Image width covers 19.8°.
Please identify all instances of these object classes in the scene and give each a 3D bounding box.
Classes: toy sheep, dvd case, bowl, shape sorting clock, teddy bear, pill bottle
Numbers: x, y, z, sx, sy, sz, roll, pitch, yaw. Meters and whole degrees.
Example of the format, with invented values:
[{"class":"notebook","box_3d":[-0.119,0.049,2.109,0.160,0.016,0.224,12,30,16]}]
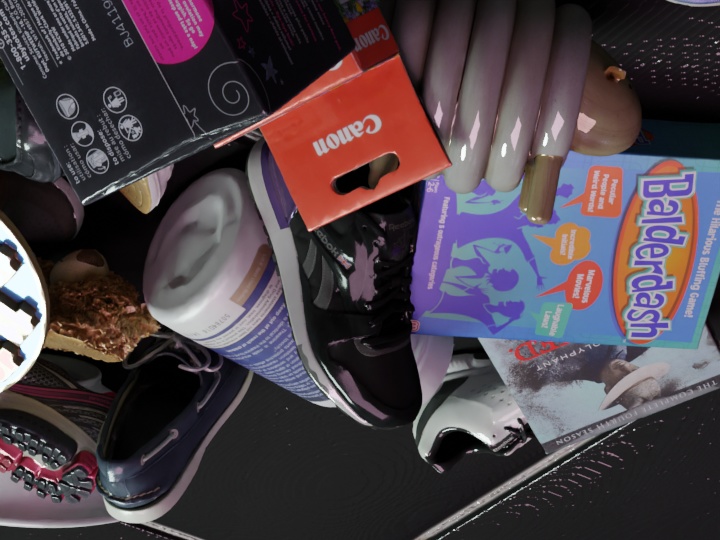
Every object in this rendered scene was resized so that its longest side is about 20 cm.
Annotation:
[{"class":"toy sheep","box_3d":[0.061,-0.104,1.159,0.199,0.138,0.138,11,145,-3]},{"class":"dvd case","box_3d":[0.151,0.029,1.380,0.145,0.022,0.200,-22,128,13]},{"class":"bowl","box_3d":[-0.239,0.113,1.488,0.200,0.201,0.091,6,100,-1]},{"class":"shape sorting clock","box_3d":[-0.286,0.007,1.262,0.199,0.039,0.201,7,132,7]},{"class":"teddy bear","box_3d":[-0.226,0.013,1.367,0.145,0.067,0.200,23,167,-33]},{"class":"pill bottle","box_3d":[-0.036,0.023,1.362,0.200,0.111,0.111,30,137,-34]}]

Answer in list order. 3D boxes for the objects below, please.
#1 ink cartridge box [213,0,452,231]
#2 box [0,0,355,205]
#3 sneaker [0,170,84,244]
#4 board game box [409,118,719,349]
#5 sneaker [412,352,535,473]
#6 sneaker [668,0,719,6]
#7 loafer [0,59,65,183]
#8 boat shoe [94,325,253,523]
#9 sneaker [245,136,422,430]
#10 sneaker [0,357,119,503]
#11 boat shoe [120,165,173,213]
[{"class":"ink cartridge box","box_3d":[-0.044,-0.121,1.107,0.109,0.050,0.201,-24,96,33]},{"class":"box","box_3d":[-0.116,-0.158,1.028,0.132,0.115,0.201,-22,101,32]},{"class":"sneaker","box_3d":[-0.274,-0.042,1.308,0.199,0.082,0.077,19,142,-22]},{"class":"board game box","box_3d":[0.130,-0.025,1.293,0.199,0.045,0.153,3,127,-7]},{"class":"sneaker","box_3d":[0.125,0.093,1.483,0.199,0.080,0.074,-21,138,27]},{"class":"sneaker","box_3d":[0.140,-0.203,1.053,0.198,0.081,0.115,2,148,3]},{"class":"loafer","box_3d":[-0.203,-0.086,1.179,0.070,0.069,0.200,3,-176,-15]},{"class":"boat shoe","box_3d":[-0.126,0.075,1.376,0.075,0.200,0.062,10,137,22]},{"class":"sneaker","box_3d":[0.000,0.000,1.261,0.087,0.201,0.076,-21,-177,45]},{"class":"sneaker","box_3d":[-0.253,0.081,1.386,0.199,0.075,0.081,30,139,0]},{"class":"boat shoe","box_3d":[-0.127,-0.095,1.234,0.071,0.069,0.200,44,164,7]}]
